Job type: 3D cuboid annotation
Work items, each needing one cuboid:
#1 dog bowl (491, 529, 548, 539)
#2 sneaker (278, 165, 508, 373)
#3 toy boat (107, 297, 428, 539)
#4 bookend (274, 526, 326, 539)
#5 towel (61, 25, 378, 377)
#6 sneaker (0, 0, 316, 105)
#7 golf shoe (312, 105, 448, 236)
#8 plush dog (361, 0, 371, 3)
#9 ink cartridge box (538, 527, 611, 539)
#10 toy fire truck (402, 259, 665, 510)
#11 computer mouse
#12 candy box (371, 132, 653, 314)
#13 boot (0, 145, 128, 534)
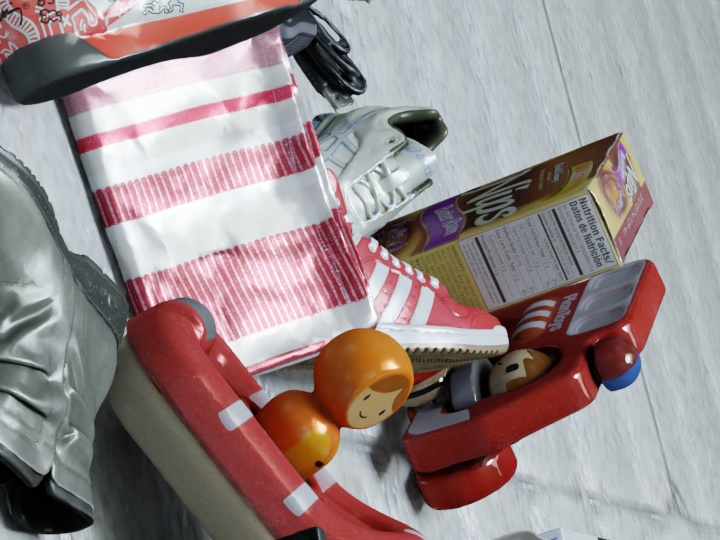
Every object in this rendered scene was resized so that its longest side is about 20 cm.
[{"bbox_3d":[0.117,0.251,1.656,0.059,0.199,0.201,88,-10,-72],"label":"dog bowl"},{"bbox_3d":[0.000,0.000,1.649,0.199,0.071,0.113,5,72,-37],"label":"sneaker"},{"bbox_3d":[-0.028,0.082,1.448,0.200,0.131,0.131,51,4,1],"label":"toy boat"},{"bbox_3d":[-0.052,0.208,1.254,0.200,0.198,0.093,36,37,-57],"label":"bookend"},{"bbox_3d":[-0.077,-0.041,1.556,0.144,0.023,0.201,-18,88,-33],"label":"towel"},{"bbox_3d":[-0.115,-0.164,1.511,0.201,0.067,0.108,-20,85,-34],"label":"sneaker"},{"bbox_3d":[-0.003,-0.055,1.748,0.079,0.097,0.200,64,24,-21],"label":"golf shoe"},{"bbox_3d":[-0.047,-0.275,1.746,0.171,0.161,0.200,-3,42,-39],"label":"plush dog"},{"bbox_3d":[0.158,0.278,1.922,0.094,0.044,0.201,20,53,-61],"label":"ink cartridge box"},{"bbox_3d":[0.103,0.059,1.808,0.113,0.167,0.200,64,22,-14],"label":"toy fire truck"},{"bbox_3d":[-0.069,-0.158,1.737,0.139,0.053,0.200,58,12,8],"label":"computer mouse"},{"bbox_3d":[0.072,-0.013,1.751,0.057,0.199,0.117,66,21,-12],"label":"candy box"},{"bbox_3d":[-0.172,0.028,1.313,0.200,0.067,0.131,48,36,-42],"label":"boot"}]
